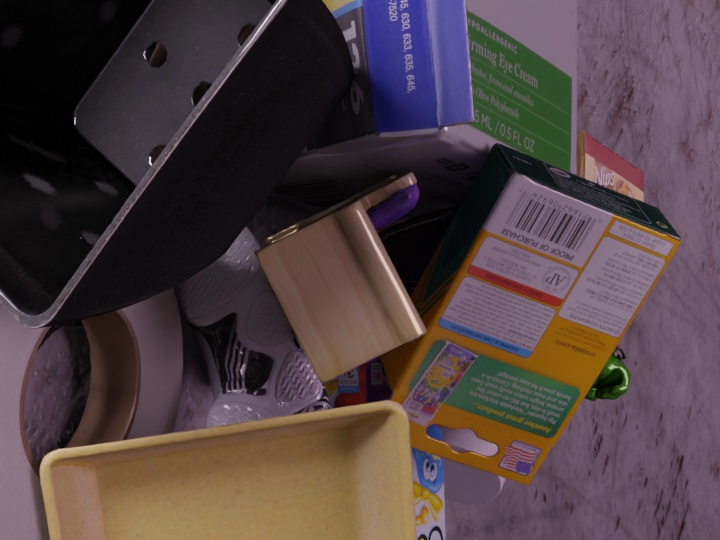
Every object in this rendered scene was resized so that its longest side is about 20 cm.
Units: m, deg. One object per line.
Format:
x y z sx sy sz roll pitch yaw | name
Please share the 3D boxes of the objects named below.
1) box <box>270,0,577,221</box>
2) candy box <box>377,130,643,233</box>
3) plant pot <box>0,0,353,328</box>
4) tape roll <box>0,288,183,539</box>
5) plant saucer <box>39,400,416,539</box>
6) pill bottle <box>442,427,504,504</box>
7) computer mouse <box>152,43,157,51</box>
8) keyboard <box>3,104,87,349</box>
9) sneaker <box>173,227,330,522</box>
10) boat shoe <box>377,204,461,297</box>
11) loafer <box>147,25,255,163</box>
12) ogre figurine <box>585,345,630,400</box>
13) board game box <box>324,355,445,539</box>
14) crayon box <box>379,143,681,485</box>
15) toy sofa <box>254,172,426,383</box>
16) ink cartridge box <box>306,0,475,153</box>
0.023 -0.138 1.075 0.199 0.200 0.172 17 71 -56 | box
0.103 -0.057 1.199 0.115 0.200 0.055 21 69 -56 | candy box
-0.121 -0.102 0.791 0.200 0.200 0.177 -52 160 11 | plant pot
-0.168 0.066 0.867 0.203 0.037 0.203 -24 117 -60 | tape roll
-0.069 0.169 0.887 0.048 0.200 0.200 -122 -155 -68 | plant saucer
0.106 0.087 1.275 0.113 0.112 0.200 61 39 -36 | pill bottle
-0.121 -0.225 1.004 0.059 0.034 0.200 -24 107 -56 | computer mouse
-0.203 -0.001 0.863 0.200 0.021 0.127 -45 124 -50 | keyboard
-0.059 0.070 0.983 0.115 0.075 0.200 64 6 -72 | sneaker
0.094 -0.019 1.055 0.061 0.201 0.072 92 -10 -68 | boat shoe
-0.094 -0.096 0.927 0.076 0.067 0.200 -5 127 -48 | loafer
0.091 0.043 1.149 0.098 0.200 0.120 -47 137 -19 | ogre figurine
-0.010 0.159 1.084 0.103 0.105 0.200 3 84 -58 | board game box
0.099 0.032 1.010 0.126 0.200 0.052 20 22 -20 | crayon box
0.000 0.000 0.928 0.083 0.097 0.200 64 -1 -4 | toy sofa
0.002 -0.168 0.860 0.047 0.200 0.198 -5 91 -15 | ink cartridge box
